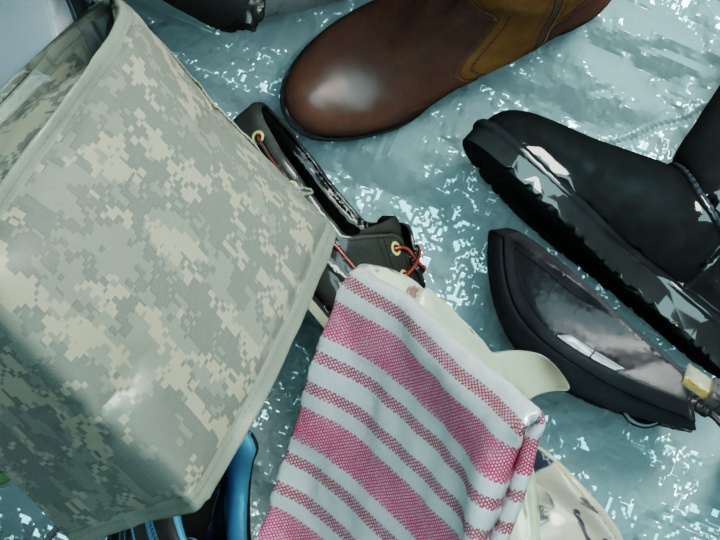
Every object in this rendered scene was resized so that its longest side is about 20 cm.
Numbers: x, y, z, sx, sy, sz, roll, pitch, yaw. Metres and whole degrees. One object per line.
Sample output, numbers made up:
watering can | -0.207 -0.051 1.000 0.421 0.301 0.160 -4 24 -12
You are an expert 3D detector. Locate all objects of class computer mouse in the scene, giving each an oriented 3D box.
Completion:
computer mouse | 0.133 0.055 1.243 0.200 0.140 0.046 41 84 0

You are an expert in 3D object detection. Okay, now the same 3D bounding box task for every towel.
towel | 0.005 0.117 1.134 0.030 0.146 0.200 4 112 -39

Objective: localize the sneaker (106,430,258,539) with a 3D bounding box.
sneaker | -0.098 0.160 1.229 0.073 0.082 0.200 10 84 -31

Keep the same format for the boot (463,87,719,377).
boot | 0.172 -0.060 1.286 0.198 0.073 0.163 40 85 -8

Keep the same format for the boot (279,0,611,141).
boot | 0.055 -0.126 1.222 0.188 0.200 0.069 -17 86 -8

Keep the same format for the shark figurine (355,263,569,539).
shark figurine | 0.044 0.112 1.204 0.128 0.089 0.215 12 60 -47

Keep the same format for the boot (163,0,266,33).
boot | -0.109 -0.155 1.134 0.162 0.198 0.073 30 108 -30

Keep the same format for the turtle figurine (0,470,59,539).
turtle figurine | -0.224 0.120 1.232 0.194 0.200 0.144 -39 120 14

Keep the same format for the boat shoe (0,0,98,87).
boat shoe | -0.146 -0.104 1.233 0.072 0.068 0.200 -13 121 31

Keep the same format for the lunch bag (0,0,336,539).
lunch bag | -0.112 -0.006 1.151 0.164 0.117 0.200 47 50 -20

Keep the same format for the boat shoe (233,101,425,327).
boat shoe | 0.000 0.000 1.264 0.201 0.074 0.063 44 100 3

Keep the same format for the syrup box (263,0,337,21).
syrup box | 0.021 -0.192 1.287 0.200 0.079 0.082 -16 86 -7

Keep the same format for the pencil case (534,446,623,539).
pencil case | 0.030 0.165 1.252 0.200 0.078 0.090 -35 77 -9
